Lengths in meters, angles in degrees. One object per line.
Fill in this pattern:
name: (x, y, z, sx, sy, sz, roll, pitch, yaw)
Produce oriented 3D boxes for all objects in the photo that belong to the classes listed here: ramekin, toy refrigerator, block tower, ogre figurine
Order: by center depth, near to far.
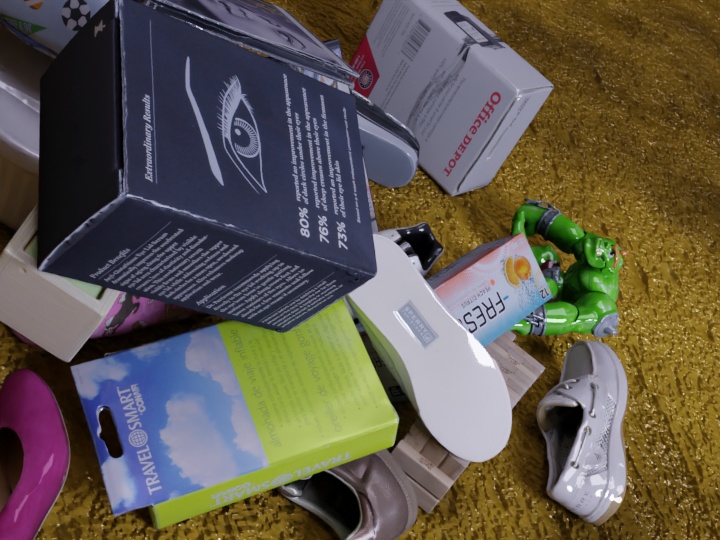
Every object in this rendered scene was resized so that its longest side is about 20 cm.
toy refrigerator: (-0.178, -0.042, 0.803, 0.076, 0.070, 0.201, 35, 42, -13)
ramekin: (-0.241, -0.108, 0.957, 0.201, 0.094, 0.203, 21, 35, -16)
block tower: (0.090, 0.119, 0.970, 0.058, 0.054, 0.200, 38, 35, 8)
ogre figurine: (0.203, 0.004, 1.171, 0.119, 0.099, 0.200, 13, 19, 4)

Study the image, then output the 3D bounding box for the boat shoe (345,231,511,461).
boat shoe: (0.042, 0.056, 0.880, 0.200, 0.072, 0.069, 49, -2, -13)

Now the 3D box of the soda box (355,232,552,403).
soda box: (0.075, 0.039, 0.994, 0.199, 0.063, 0.069, -30, 97, -39)

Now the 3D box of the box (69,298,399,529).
box: (-0.087, 0.094, 0.807, 0.199, 0.048, 0.122, -16, 58, -16)

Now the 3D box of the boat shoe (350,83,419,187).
boat shoe: (-0.023, -0.165, 1.213, 0.198, 0.074, 0.068, 27, 39, -8)

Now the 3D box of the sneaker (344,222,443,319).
sneaker: (0.000, 0.000, 0.990, 0.074, 0.080, 0.200, 56, 34, 4)

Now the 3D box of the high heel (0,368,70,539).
high heel: (-0.226, 0.136, 0.687, 0.096, 0.067, 0.201, 19, 39, -36)

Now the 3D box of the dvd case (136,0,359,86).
dvd case: (-0.111, -0.213, 0.949, 0.199, 0.016, 0.149, 15, 23, -38)

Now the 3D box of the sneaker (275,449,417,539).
sneaker: (-0.043, 0.120, 0.851, 0.200, 0.071, 0.075, 45, 37, 19)

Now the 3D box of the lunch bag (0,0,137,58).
lunch bag: (-0.214, -0.210, 0.934, 0.199, 0.076, 0.160, 36, 16, 9)

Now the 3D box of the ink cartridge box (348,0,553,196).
ink cartridge box: (0.091, -0.203, 1.287, 0.200, 0.146, 0.083, 46, 34, 20)

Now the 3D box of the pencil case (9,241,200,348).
pencil case: (-0.173, 0.000, 0.890, 0.082, 0.087, 0.199, 18, 20, 41)

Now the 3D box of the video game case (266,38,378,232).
video game case: (-0.054, -0.089, 1.023, 0.025, 0.202, 0.180, -2, 17, 34)

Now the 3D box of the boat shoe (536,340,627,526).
boat shoe: (0.189, 0.126, 1.022, 0.069, 0.071, 0.201, 25, 36, -12)

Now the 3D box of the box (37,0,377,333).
box: (-0.099, -0.062, 0.758, 0.199, 0.104, 0.149, 18, 54, -38)
